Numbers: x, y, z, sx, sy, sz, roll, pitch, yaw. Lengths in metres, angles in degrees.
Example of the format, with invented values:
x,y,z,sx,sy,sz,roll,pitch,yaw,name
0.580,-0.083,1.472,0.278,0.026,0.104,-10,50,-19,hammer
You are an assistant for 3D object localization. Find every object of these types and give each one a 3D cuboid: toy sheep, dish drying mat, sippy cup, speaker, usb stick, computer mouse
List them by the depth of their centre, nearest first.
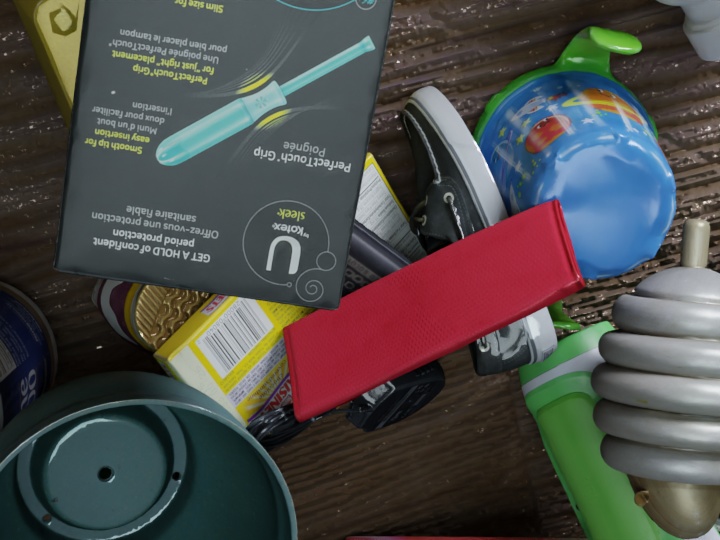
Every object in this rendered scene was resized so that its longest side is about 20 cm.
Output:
x,y,z,sx,sy,sz,roll,pitch,yaw,name
0.042,0.025,0.917,0.198,0.077,0.018,-27,137,17,dish drying mat
0.212,0.069,0.945,0.136,0.138,0.203,6,88,-8,toy sheep
0.000,0.000,0.969,0.055,0.033,0.199,-36,132,22,usb stick
0.147,-0.058,0.983,0.138,0.131,0.179,-26,109,3,sippy cup
-0.011,0.086,1.007,0.059,0.199,0.034,-49,66,30,computer mouse
0.184,0.142,1.035,0.088,0.088,0.202,-25,80,3,speaker

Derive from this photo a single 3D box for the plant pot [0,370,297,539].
x,y,z,sx,sy,sz,roll,pitch,yaw,name
-0.151,0.146,0.913,0.197,0.134,0.203,-6,111,-17,plant pot

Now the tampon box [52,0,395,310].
x,y,z,sx,sy,sz,roll,pitch,yaw,name
-0.069,-0.102,0.764,0.148,0.126,0.203,8,107,-8,tampon box

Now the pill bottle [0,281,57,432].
x,y,z,sx,sy,sz,roll,pitch,yaw,name
-0.270,0.079,0.940,0.109,0.200,0.113,1,103,4,pill bottle

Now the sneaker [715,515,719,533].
x,y,z,sx,sy,sz,roll,pitch,yaw,name
0.255,0.172,1.087,0.073,0.089,0.203,-13,109,5,sneaker

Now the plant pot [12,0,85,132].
x,y,z,sx,sy,sz,roll,pitch,yaw,name
-0.107,-0.135,0.909,0.198,0.177,0.202,-20,108,2,plant pot

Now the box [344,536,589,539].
x,y,z,sx,sy,sz,roll,pitch,yaw,name
0.066,0.253,1.046,0.197,0.103,0.096,-5,111,29,box

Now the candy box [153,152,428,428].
x,y,z,sx,sy,sz,roll,pitch,yaw,name
-0.039,0.024,0.990,0.200,0.026,0.103,-46,125,-20,candy box

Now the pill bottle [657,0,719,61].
x,y,z,sx,sy,sz,roll,pitch,yaw,name
0.211,-0.242,0.940,0.115,0.116,0.201,-32,109,5,pill bottle

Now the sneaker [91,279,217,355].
x,y,z,sx,sy,sz,roll,pitch,yaw,name
-0.091,0.041,1.028,0.199,0.090,0.076,29,82,-38,sneaker

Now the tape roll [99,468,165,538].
x,y,z,sx,sy,sz,roll,pitch,yaw,name
-0.207,0.222,1.042,0.197,0.048,0.204,1,94,13,tape roll

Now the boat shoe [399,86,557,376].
x,y,z,sx,sy,sz,roll,pitch,yaw,name
0.065,-0.027,0.978,0.056,0.069,0.202,-21,75,-9,boat shoe
